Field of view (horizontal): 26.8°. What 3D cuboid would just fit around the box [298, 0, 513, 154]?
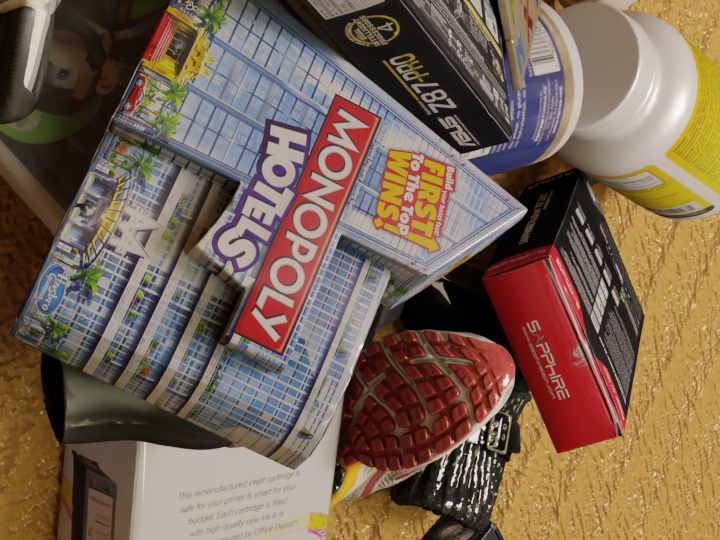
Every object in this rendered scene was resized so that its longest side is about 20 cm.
[{"bbox_3d":[0.016,-0.171,0.757,0.200,0.049,0.162,39,43,-56],"label":"box"}]

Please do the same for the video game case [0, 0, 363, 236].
[{"bbox_3d":[-0.096,-0.086,0.764,0.182,0.023,0.200,-42,91,-25],"label":"video game case"}]

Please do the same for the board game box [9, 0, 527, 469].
[{"bbox_3d":[-0.032,-0.020,0.721,0.199,0.062,0.201,25,67,-10],"label":"board game box"}]

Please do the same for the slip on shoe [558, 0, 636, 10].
[{"bbox_3d":[0.206,-0.254,1.045,0.200,0.076,0.061,-40,135,-18],"label":"slip on shoe"}]

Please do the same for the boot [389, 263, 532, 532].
[{"bbox_3d":[0.052,0.080,1.006,0.211,0.079,0.158,36,79,-45],"label":"boot"}]

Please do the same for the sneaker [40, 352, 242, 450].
[{"bbox_3d":[-0.114,-0.005,0.783,0.106,0.075,0.201,1,59,-22],"label":"sneaker"}]

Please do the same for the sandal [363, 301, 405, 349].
[{"bbox_3d":[0.000,0.000,0.870,0.043,0.200,0.076,-29,85,-12],"label":"sandal"}]

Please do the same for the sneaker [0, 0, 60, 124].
[{"bbox_3d":[-0.133,-0.168,0.729,0.115,0.075,0.201,2,91,-46],"label":"sneaker"}]

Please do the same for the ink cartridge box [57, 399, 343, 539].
[{"bbox_3d":[-0.096,0.144,0.882,0.147,0.085,0.201,-4,105,-42],"label":"ink cartridge box"}]

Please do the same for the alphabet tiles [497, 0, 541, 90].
[{"bbox_3d":[0.091,-0.228,0.867,0.200,0.008,0.168,-72,154,-47],"label":"alphabet tiles"}]

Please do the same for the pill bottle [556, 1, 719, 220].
[{"bbox_3d":[0.191,-0.109,1.032,0.200,0.112,0.113,21,90,-55],"label":"pill bottle"}]

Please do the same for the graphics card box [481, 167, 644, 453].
[{"bbox_3d":[0.138,0.019,0.993,0.126,0.051,0.200,65,22,-13],"label":"graphics card box"}]

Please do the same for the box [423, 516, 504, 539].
[{"bbox_3d":[0.048,0.296,1.103,0.200,0.043,0.161,-45,130,-24],"label":"box"}]

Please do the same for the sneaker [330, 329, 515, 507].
[{"bbox_3d":[0.021,0.087,0.923,0.082,0.200,0.078,-9,74,-45],"label":"sneaker"}]

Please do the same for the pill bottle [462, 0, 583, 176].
[{"bbox_3d":[0.029,-0.100,0.899,0.199,0.111,0.112,-17,115,-39],"label":"pill bottle"}]
